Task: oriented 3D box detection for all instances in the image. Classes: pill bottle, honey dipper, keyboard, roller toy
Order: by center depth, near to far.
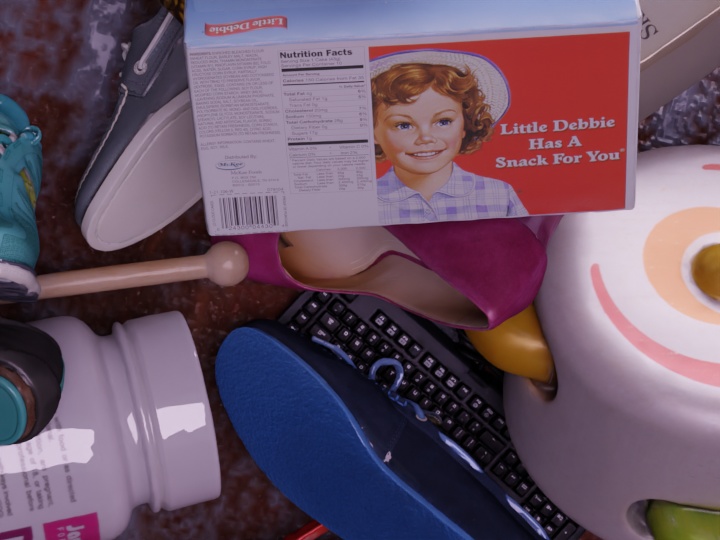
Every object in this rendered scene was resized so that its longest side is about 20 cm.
[{"bbox_3d":[-0.175,0.085,1.297,0.200,0.113,0.113,-12,100,-9],"label":"pill bottle"},{"bbox_3d":[0.165,0.035,1.311,0.200,0.140,0.182,37,56,20],"label":"roller toy"},{"bbox_3d":[-0.154,0.010,1.317,0.200,0.038,0.038,-6,99,-3],"label":"honey dipper"},{"bbox_3d":[0.049,0.071,1.380,0.200,0.040,0.104,40,89,-15],"label":"keyboard"}]

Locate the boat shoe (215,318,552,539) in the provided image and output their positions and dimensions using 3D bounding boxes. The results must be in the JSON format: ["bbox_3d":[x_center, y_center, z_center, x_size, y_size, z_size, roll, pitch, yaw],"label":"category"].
[{"bbox_3d":[0.011,0.100,1.345,0.200,0.069,0.084,47,128,8],"label":"boat shoe"}]

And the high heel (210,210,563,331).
[{"bbox_3d":[0.000,0.000,1.286,0.200,0.096,0.067,0,127,28],"label":"high heel"}]

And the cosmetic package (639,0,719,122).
[{"bbox_3d":[0.122,-0.132,1.329,0.200,0.073,0.104,-35,70,-6],"label":"cosmetic package"}]

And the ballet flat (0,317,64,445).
[{"bbox_3d":[-0.228,0.031,1.235,0.200,0.068,0.068,18,124,8],"label":"ballet flat"}]

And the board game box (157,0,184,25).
[{"bbox_3d":[-0.031,-0.190,1.219,0.126,0.035,0.200,44,123,2],"label":"board game box"}]

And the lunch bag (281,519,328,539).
[{"bbox_3d":[-0.002,0.211,1.372,0.200,0.082,0.176,3,93,-12],"label":"lunch bag"}]

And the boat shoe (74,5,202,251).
[{"bbox_3d":[-0.084,-0.101,1.328,0.062,0.073,0.200,39,98,29],"label":"boat shoe"}]

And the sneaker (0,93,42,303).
[{"bbox_3d":[-0.180,-0.035,1.234,0.077,0.200,0.080,12,103,-11],"label":"sneaker"}]

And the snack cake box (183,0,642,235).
[{"bbox_3d":[0.024,-0.083,1.212,0.200,0.067,0.115,-3,132,1],"label":"snack cake box"}]
